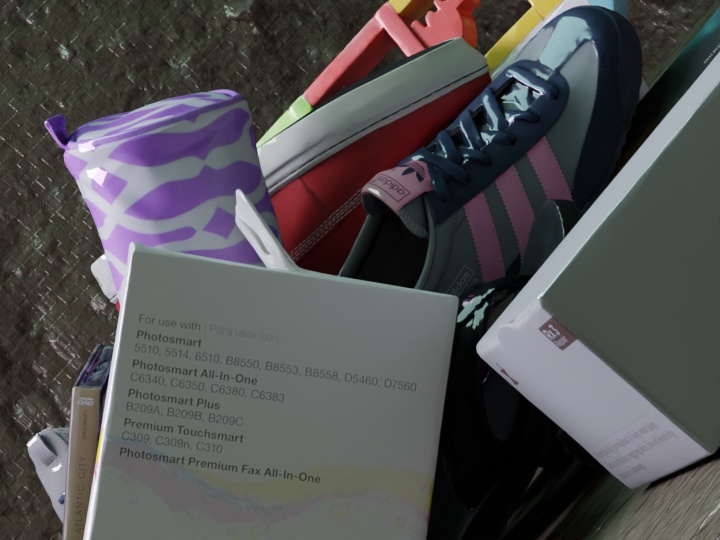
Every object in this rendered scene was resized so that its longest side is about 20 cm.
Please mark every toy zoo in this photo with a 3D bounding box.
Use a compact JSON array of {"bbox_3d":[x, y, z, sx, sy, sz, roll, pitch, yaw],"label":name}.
[{"bbox_3d":[0.047,-0.070,1.291,0.200,0.131,0.020,-46,-25,18],"label":"toy zoo"}]

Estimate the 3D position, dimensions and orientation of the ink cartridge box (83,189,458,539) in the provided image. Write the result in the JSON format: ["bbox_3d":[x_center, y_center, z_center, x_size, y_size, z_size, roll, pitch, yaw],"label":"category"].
[{"bbox_3d":[-0.037,0.076,1.084,0.129,0.125,0.201,131,148,-85],"label":"ink cartridge box"}]

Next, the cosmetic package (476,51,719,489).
[{"bbox_3d":[0.136,-0.029,0.973,0.200,0.081,0.113,-51,0,-11],"label":"cosmetic package"}]

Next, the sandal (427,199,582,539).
[{"bbox_3d":[0.045,0.060,1.167,0.075,0.048,0.201,-104,28,-55],"label":"sandal"}]

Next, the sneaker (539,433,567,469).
[{"bbox_3d":[0.089,0.044,1.296,0.200,0.077,0.092,-33,49,37],"label":"sneaker"}]

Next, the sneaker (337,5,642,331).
[{"bbox_3d":[0.047,-0.035,1.205,0.070,0.082,0.201,23,81,48],"label":"sneaker"}]

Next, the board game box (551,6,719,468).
[{"bbox_3d":[0.135,-0.028,1.182,0.200,0.028,0.135,-50,26,15],"label":"board game box"}]

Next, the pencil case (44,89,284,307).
[{"bbox_3d":[-0.066,0.024,1.205,0.085,0.201,0.084,-11,7,14],"label":"pencil case"}]

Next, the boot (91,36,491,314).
[{"bbox_3d":[0.000,0.000,1.270,0.200,0.145,0.072,-35,1,7],"label":"boot"}]

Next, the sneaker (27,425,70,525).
[{"bbox_3d":[-0.104,0.083,1.439,0.075,0.082,0.200,-39,-2,16],"label":"sneaker"}]

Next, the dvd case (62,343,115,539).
[{"bbox_3d":[-0.120,0.140,1.238,0.149,0.016,0.201,-105,19,-84],"label":"dvd case"}]
